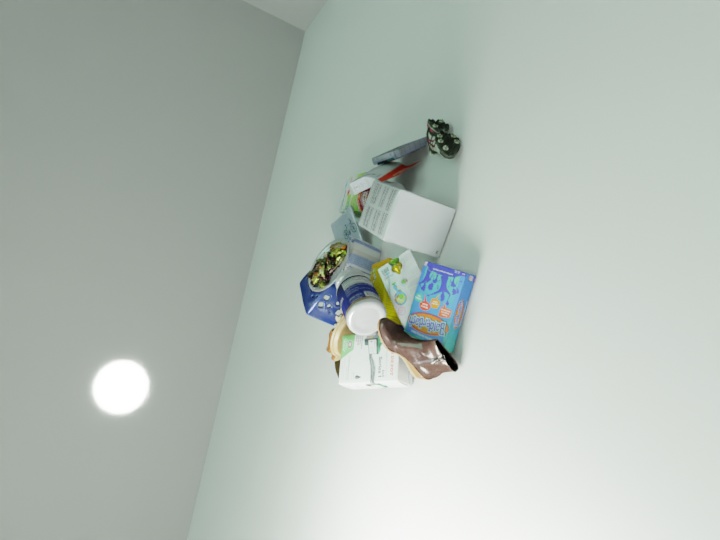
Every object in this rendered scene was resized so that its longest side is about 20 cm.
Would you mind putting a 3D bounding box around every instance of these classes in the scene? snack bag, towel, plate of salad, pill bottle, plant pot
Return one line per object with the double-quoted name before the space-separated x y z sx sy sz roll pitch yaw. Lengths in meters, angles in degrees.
"snack bag" -0.044 -0.119 1.995 0.188 0.021 0.203 -35 71 56
"towel" 0.000 0.000 1.775 0.024 0.146 0.203 -4 71 49
"plate of salad" -0.112 -0.024 1.756 0.199 0.048 0.202 -32 40 32
"pill bottle" 0.072 -0.246 1.812 0.199 0.108 0.111 4 79 66
"pill bottle" -0.005 0.082 1.513 0.117 0.114 0.201 -63 27 22
"plant pot" -0.082 0.064 1.864 0.181 0.198 0.201 -55 30 21

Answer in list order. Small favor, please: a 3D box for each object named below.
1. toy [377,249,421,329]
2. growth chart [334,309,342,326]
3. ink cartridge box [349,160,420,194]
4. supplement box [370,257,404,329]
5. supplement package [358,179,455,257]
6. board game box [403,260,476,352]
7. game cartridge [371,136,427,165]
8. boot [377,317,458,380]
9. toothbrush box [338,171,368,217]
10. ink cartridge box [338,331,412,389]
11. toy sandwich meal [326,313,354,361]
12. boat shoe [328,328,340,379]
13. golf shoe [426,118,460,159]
"toy" 0.139 0.057 1.484 0.114 0.047 0.202 -32 73 21
"growth chart" -0.006 0.163 1.742 0.145 0.018 0.201 45 129 13
"ink cartridge box" 0.080 -0.326 1.749 0.199 0.058 0.162 -22 13 45
"supplement box" 0.091 0.081 1.577 0.109 0.107 0.203 -21 56 60
"supplement package" 0.130 -0.153 1.533 0.200 0.189 0.149 39 111 63
"board game box" 0.201 0.090 1.370 0.151 0.045 0.203 18 93 50
"game cartridge" 0.131 -0.396 1.771 0.129 0.039 0.199 -32 15 -20
"boot" 0.143 0.185 1.339 0.072 0.201 0.166 -41 5 -35
"toothbrush box" 0.004 -0.282 2.010 0.199 0.085 0.148 11 86 67
"ink cartridge box" 0.045 0.253 1.500 0.198 0.084 0.148 -11 63 32
"toy sandwich meal" -0.040 0.182 1.648 0.070 0.204 0.208 30 105 32
"boat shoe" -0.051 0.290 1.805 0.074 0.066 0.203 -42 54 48
"golf shoe" 0.245 -0.376 1.590 0.202 0.076 0.089 -100 15 -48
